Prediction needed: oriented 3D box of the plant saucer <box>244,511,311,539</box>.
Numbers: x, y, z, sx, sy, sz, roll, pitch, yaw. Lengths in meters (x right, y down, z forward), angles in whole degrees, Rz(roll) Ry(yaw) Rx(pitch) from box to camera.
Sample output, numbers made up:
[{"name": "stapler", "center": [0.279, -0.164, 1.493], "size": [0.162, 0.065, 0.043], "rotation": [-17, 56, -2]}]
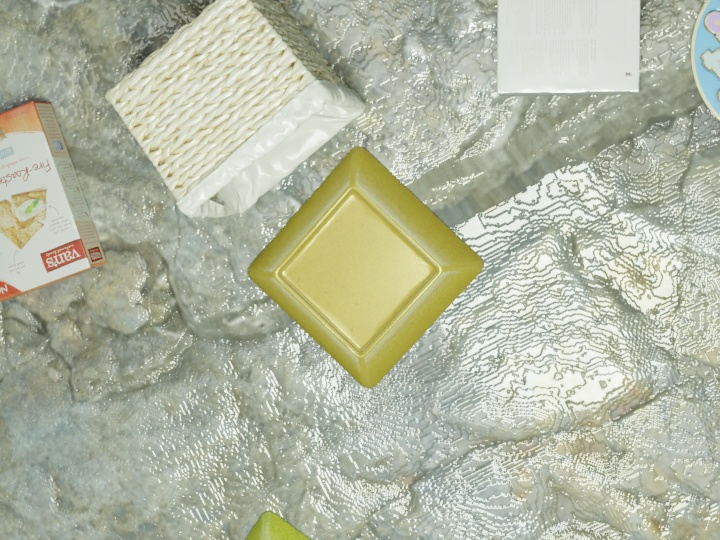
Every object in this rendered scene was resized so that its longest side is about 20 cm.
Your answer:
[{"name": "plant saucer", "center": [-0.085, 0.415, 1.527], "size": [0.199, 0.048, 0.200], "rotation": [34, 100, 6]}]

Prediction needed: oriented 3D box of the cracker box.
[{"name": "cracker box", "center": [-0.391, -0.078, 1.531], "size": [0.133, 0.058, 0.201], "rotation": [-19, 92, 12]}]

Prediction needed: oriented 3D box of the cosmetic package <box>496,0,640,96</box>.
[{"name": "cosmetic package", "center": [0.220, -0.286, 1.404], "size": [0.150, 0.052, 0.202], "rotation": [1, 95, 12]}]

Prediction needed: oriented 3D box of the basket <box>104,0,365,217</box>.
[{"name": "basket", "center": [-0.126, -0.177, 1.404], "size": [0.200, 0.198, 0.161], "rotation": [-37, 86, 12]}]

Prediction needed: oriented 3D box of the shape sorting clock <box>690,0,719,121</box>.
[{"name": "shape sorting clock", "center": [0.444, -0.229, 1.376], "size": [0.198, 0.039, 0.202], "rotation": [1, 95, 10]}]

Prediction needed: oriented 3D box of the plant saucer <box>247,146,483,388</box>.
[{"name": "plant saucer", "center": [0.000, 0.000, 1.473], "size": [0.200, 0.048, 0.200], "rotation": [43, 101, 3]}]
